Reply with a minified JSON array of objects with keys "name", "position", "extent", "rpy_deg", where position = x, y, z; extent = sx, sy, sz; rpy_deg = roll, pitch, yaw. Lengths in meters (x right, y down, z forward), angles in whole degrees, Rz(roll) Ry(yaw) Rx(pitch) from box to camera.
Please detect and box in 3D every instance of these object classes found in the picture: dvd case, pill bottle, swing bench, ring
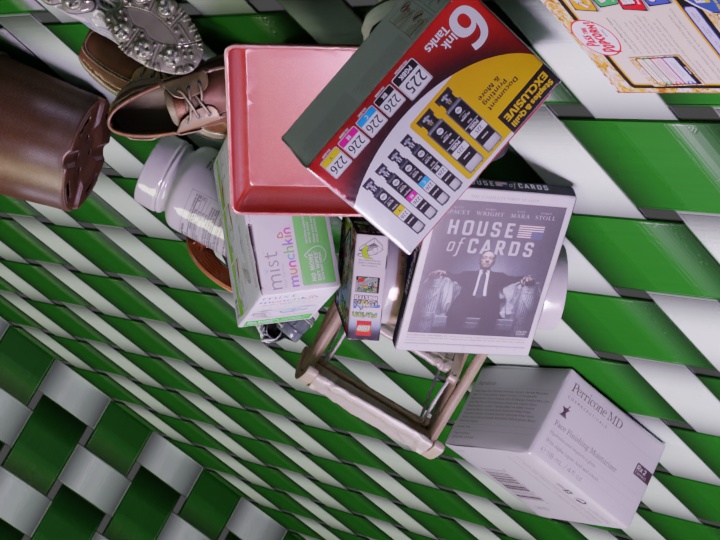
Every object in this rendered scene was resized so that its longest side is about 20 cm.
[{"name":"dvd case","position":[0.123,-0.002,1.710],"extent":[0.149,0.025,0.201],"rpy_deg":[3,124,-14]},{"name":"pill bottle","position":[0.115,0.008,1.807],"extent":[0.198,0.117,0.116],"rpy_deg":[5,163,-5]},{"name":"swing bench","position":[0.042,0.109,2.138],"extent":[0.198,0.201,0.130],"rpy_deg":[32,162,-8]},{"name":"pill bottle","position":[-0.171,-0.083,2.085],"extent":[0.199,0.114,0.113],"rpy_deg":[28,162,5]},{"name":"ring","position":[-0.126,-0.018,2.149],"extent":[0.199,0.201,0.019],"rpy_deg":[27,119,7]}]

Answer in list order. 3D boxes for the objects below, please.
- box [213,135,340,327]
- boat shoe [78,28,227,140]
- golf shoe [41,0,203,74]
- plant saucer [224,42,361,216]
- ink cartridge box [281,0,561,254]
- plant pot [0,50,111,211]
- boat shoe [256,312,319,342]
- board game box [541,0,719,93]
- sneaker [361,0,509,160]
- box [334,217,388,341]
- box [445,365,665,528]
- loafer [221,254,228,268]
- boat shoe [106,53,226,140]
[{"name":"box","position":[-0.099,-0.054,1.894],"extent":[0.096,0.202,0.176],"rpy_deg":[-7,168,-15]},{"name":"boat shoe","position":[-0.212,-0.217,1.867],"extent":[0.199,0.076,0.074],"rpy_deg":[25,160,-12]},{"name":"golf shoe","position":[-0.247,-0.272,1.795],"extent":[0.199,0.079,0.097],"rpy_deg":[33,180,6]},{"name":"plant saucer","position":[-0.029,-0.141,1.629],"extent":[0.198,0.037,0.201],"rpy_deg":[0,130,-1]},{"name":"ink cartridge box","position":[0.066,-0.125,1.447],"extent":[0.175,0.200,0.084],"rpy_deg":[38,-174,-29]},{"name":"plant pot","position":[-0.433,-0.176,2.141],"extent":[0.197,0.202,0.201],"rpy_deg":[18,161,7]},{"name":"boat shoe","position":[-0.137,0.075,2.549],"extent":[0.073,0.062,0.199],"rpy_deg":[38,160,-27]},{"name":"board game box","position":[0.237,-0.194,1.264],"extent":[0.199,0.047,0.151],"rpy_deg":[8,153,49]},{"name":"sneaker","position":[0.069,-0.157,1.537],"extent":[0.074,0.080,0.200],"rpy_deg":[-29,131,23]},{"name":"box","position":[0.000,0.000,1.789],"extent":[0.034,0.111,0.200],"rpy_deg":[5,-171,-5]},{"name":"box","position":[0.259,0.234,2.256],"extent":[0.199,0.131,0.199],"rpy_deg":[38,160,-25]},{"name":"loafer","position":[-0.140,-0.006,2.313],"extent":[0.071,0.073,0.200],"rpy_deg":[23,161,24]},{"name":"boat shoe","position":[-0.180,-0.177,1.790],"extent":[0.198,0.072,0.076],"rpy_deg":[-16,107,21]}]
